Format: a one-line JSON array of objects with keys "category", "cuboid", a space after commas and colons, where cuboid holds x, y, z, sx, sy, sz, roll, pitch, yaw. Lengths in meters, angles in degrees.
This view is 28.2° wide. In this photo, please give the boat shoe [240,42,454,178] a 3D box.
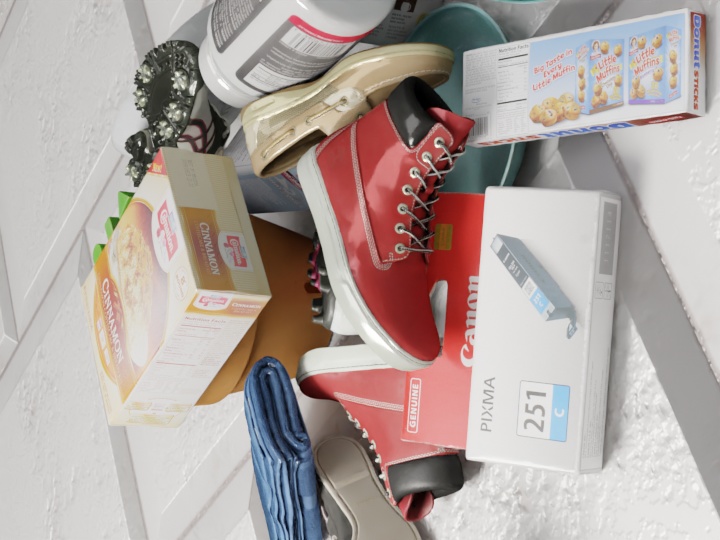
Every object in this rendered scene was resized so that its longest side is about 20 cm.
[{"category": "boat shoe", "cuboid": [-0.007, -0.129, 1.176, 0.199, 0.071, 0.065, -19, 72, 30]}]

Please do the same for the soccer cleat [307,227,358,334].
[{"category": "soccer cleat", "cuboid": [0.000, 0.000, 1.263, 0.200, 0.086, 0.070, -95, 17, -61]}]

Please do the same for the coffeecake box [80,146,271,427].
[{"category": "coffeecake box", "cuboid": [-0.166, 0.018, 1.250, 0.200, 0.073, 0.154, -52, 44, 40]}]

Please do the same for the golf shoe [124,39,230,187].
[{"category": "golf shoe", "cuboid": [-0.165, -0.147, 1.346, 0.077, 0.088, 0.200, 53, 146, 21]}]

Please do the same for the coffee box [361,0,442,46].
[{"category": "coffee box", "cuboid": [0.031, -0.304, 1.230, 0.114, 0.079, 0.201, 46, 125, 49]}]

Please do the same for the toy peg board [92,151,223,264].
[{"category": "toy peg board", "cuboid": [-0.208, -0.013, 1.560, 0.200, 0.097, 0.200, -59, 40, 36]}]

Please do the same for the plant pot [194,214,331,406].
[{"category": "plant pot", "cuboid": [-0.116, 0.030, 1.367, 0.200, 0.139, 0.202, -9, 79, 57]}]

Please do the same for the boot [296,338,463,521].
[{"category": "boot", "cuboid": [0.012, 0.135, 1.203, 0.200, 0.072, 0.145, -10, 79, 54]}]

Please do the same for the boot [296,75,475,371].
[{"category": "boot", "cuboid": [0.042, -0.038, 1.068, 0.144, 0.072, 0.201, -33, 68, 31]}]

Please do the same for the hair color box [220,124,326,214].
[{"category": "hair color box", "cuboid": [-0.055, -0.110, 1.323, 0.200, 0.061, 0.099, -1, 53, 59]}]

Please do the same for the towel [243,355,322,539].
[{"category": "towel", "cuboid": [-0.072, 0.171, 1.281, 0.201, 0.048, 0.112, 87, 167, -53]}]

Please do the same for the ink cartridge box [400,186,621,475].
[{"category": "ink cartridge box", "cuboid": [0.099, 0.039, 1.057, 0.175, 0.045, 0.201, 4, 89, 35]}]

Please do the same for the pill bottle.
[{"category": "pill bottle", "cuboid": [-0.061, -0.209, 1.191, 0.200, 0.110, 0.111, -32, 60, 56]}]

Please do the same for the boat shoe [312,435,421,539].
[{"category": "boat shoe", "cuboid": [0.010, 0.227, 1.223, 0.200, 0.066, 0.057, -118, 15, -45]}]

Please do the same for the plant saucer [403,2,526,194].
[{"category": "plant saucer", "cuboid": [0.080, -0.115, 1.171, 0.200, 0.036, 0.201, -12, 75, 58]}]

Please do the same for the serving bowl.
[{"category": "serving bowl", "cuboid": [-0.161, -0.179, 1.458, 0.066, 0.200, 0.200, 40, 128, 8]}]

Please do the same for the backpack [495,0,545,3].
[{"category": "backpack", "cuboid": [0.104, -0.298, 1.032, 0.153, 0.175, 0.201, -131, 53, -70]}]

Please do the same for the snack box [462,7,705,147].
[{"category": "snack box", "cuboid": [0.154, -0.134, 1.025, 0.199, 0.024, 0.072, -3, 82, 45]}]
